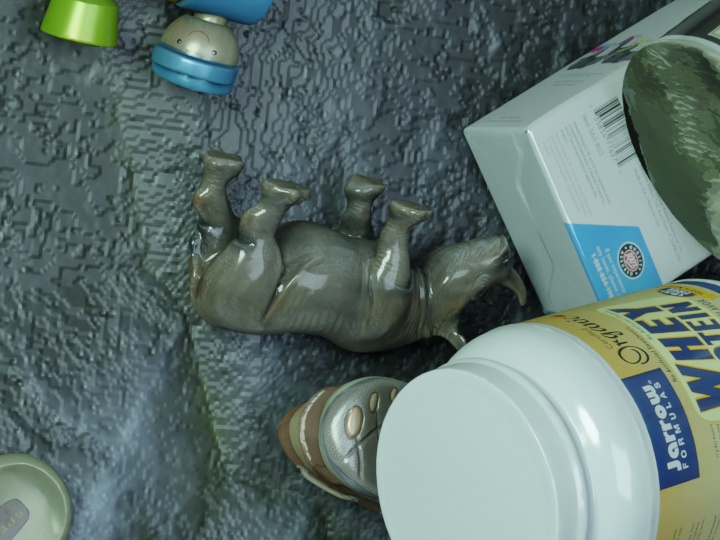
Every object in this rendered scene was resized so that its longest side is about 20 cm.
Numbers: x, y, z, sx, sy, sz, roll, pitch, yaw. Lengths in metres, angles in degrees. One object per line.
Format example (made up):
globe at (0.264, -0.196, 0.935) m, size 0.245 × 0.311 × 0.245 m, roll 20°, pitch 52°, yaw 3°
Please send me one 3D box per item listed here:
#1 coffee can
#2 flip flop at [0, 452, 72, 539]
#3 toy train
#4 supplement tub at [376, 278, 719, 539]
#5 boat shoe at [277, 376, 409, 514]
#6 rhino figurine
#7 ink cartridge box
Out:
coffee can at (0.254, -0.106, 1.479) m, size 0.200 × 0.146 × 0.147 m, roll -36°, pitch 109°, yaw -23°
flip flop at (-0.207, 0.167, 1.365) m, size 0.200 × 0.057 × 0.081 m, roll -45°, pitch 112°, yaw -20°
toy train at (-0.128, -0.160, 1.385) m, size 0.199 × 0.085 × 0.116 m, roll 12°, pitch 100°, yaw -29°
supplement tub at (0.120, 0.089, 1.421) m, size 0.199 × 0.144 × 0.145 m, roll -13°, pitch 100°, yaw -42°
boat shoe at (0.041, 0.100, 1.495) m, size 0.200 × 0.072 × 0.076 m, roll 27°, pitch 70°, yaw -38°
rhino figurine at (0.000, 0.000, 1.469) m, size 0.199 × 0.060 × 0.088 m, roll 10°, pitch 107°, yaw -30°
ink cartridge box at (0.168, -0.071, 1.556) m, size 0.200 × 0.068 × 0.116 m, roll -31°, pitch 107°, yaw -24°
